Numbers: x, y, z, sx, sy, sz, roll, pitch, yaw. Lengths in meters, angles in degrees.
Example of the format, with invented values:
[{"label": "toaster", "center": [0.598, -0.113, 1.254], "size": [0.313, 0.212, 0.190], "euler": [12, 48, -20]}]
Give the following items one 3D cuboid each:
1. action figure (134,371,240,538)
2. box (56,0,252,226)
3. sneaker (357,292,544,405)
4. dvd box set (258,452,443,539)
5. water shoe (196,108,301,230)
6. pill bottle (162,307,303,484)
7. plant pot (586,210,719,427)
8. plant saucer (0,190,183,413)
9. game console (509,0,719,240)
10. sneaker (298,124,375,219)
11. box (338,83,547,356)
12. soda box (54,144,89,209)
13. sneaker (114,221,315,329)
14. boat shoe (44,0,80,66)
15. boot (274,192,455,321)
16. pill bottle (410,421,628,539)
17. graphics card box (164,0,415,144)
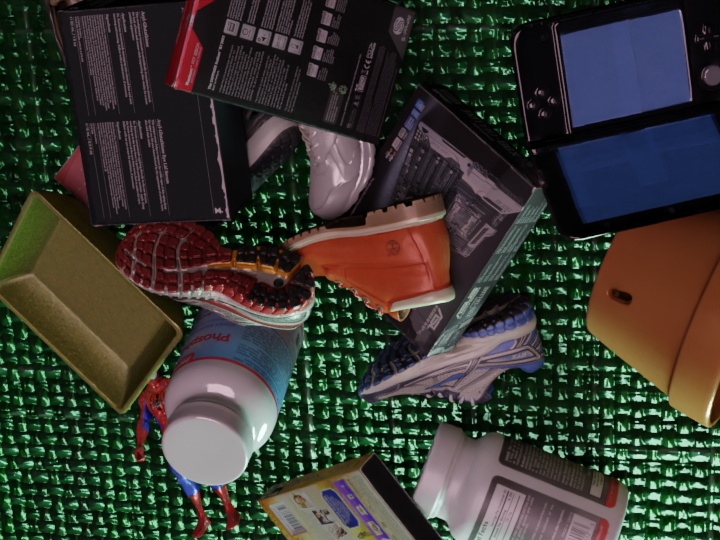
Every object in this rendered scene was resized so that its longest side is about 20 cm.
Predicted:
[{"label": "action figure", "center": [-0.192, 0.192, 1.689], "size": [0.065, 0.099, 0.202], "euler": [-17, 104, 17]}, {"label": "box", "center": [-0.185, -0.149, 1.492], "size": [0.139, 0.079, 0.203], "euler": [-1, 108, 17]}, {"label": "sneaker", "center": [0.091, 0.101, 1.602], "size": [0.198, 0.077, 0.086], "euler": [-23, 109, 20]}, {"label": "dvd box set", "center": [-0.005, 0.265, 1.653], "size": [0.147, 0.029, 0.199], "euler": [52, 144, -8]}, {"label": "water shoe", "center": [-0.139, -0.104, 1.587], "size": [0.199, 0.071, 0.079], "euler": [-39, 72, 24]}, {"label": "pill bottle", "center": [-0.125, 0.106, 1.564], "size": [0.107, 0.201, 0.110], "euler": [6, 127, 8]}, {"label": "plant pot", "center": [0.295, 0.020, 1.471], "size": [0.139, 0.200, 0.202], "euler": [26, 115, 19]}, {"label": "plant saucer", "center": [-0.266, 0.023, 1.624], "size": [0.200, 0.048, 0.200], "euler": [43, 142, 1]}, {"label": "game console", "center": [0.246, -0.141, 1.421], "size": [0.197, 0.119, 0.175], "euler": [-12, 109, -3]}, {"label": "sneaker", "center": [-0.036, -0.146, 1.513], "size": [0.098, 0.078, 0.203], "euler": [1, 108, -29]}, {"label": "box", "center": [0.070, -0.047, 1.526], "size": [0.158, 0.050, 0.201], "euler": [44, 117, 24]}, {"label": "soda box", "center": [-0.208, -0.145, 1.576], "size": [0.070, 0.063, 0.200], "euler": [42, 113, -4]}, {"label": "sneaker", "center": [-0.138, 0.013, 1.521], "size": [0.198, 0.079, 0.082], "euler": [18, 154, 11]}, {"label": "boat shoe", "center": [-0.265, -0.267, 1.540], "size": [0.072, 0.065, 0.202], "euler": [-11, 107, 18]}, {"label": "boot", "center": [0.000, 0.000, 1.509], "size": [0.198, 0.075, 0.109], "euler": [-11, 98, 38]}, {"label": "pill bottle", "center": [0.155, 0.229, 1.614], "size": [0.198, 0.116, 0.117], "euler": [22, 114, 4]}, {"label": "graphics card box", "center": [-0.061, -0.196, 1.422], "size": [0.198, 0.051, 0.127], "euler": [13, 97, -20]}]
